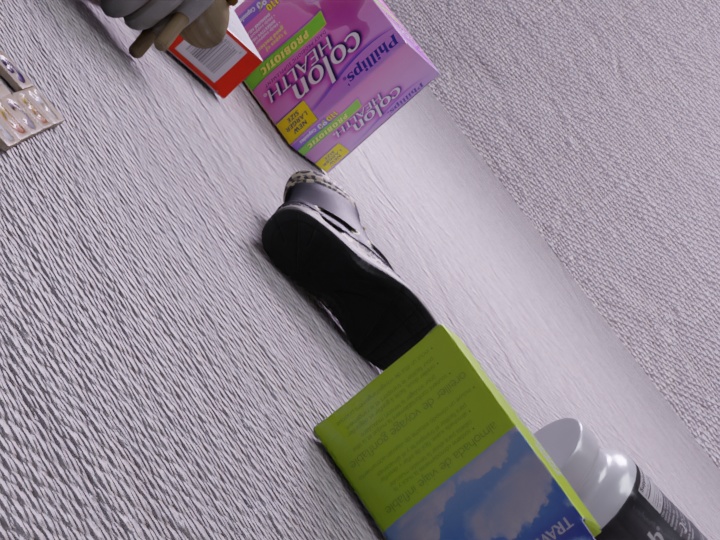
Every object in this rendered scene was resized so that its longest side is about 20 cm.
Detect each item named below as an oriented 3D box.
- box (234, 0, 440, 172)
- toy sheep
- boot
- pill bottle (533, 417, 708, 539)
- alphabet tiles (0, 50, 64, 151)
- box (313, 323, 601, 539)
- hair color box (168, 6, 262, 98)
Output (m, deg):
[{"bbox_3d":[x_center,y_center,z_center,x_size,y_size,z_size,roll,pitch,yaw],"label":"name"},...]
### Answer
[{"bbox_3d":[-0.043,-0.249,2.147,0.200,0.176,0.097,55,11,30],"label":"box"},{"bbox_3d":[-0.194,-0.281,1.710,0.200,0.138,0.138,47,10,-25],"label":"toy sheep"},{"bbox_3d":[0.000,-0.002,1.668,0.204,0.073,0.154,43,15,-13],"label":"boot"},{"bbox_3d":[0.221,0.230,1.653,0.200,0.116,0.116,45,10,-17],"label":"pill bottle"},{"bbox_3d":[-0.275,-0.150,1.243,0.167,0.008,0.200,48,9,-6],"label":"alphabet tiles"},{"bbox_3d":[0.069,0.149,1.269,0.200,0.122,0.048,54,9,29],"label":"box"},{"bbox_3d":[-0.184,-0.278,1.971,0.111,0.064,0.200,40,15,-38],"label":"hair color box"}]
